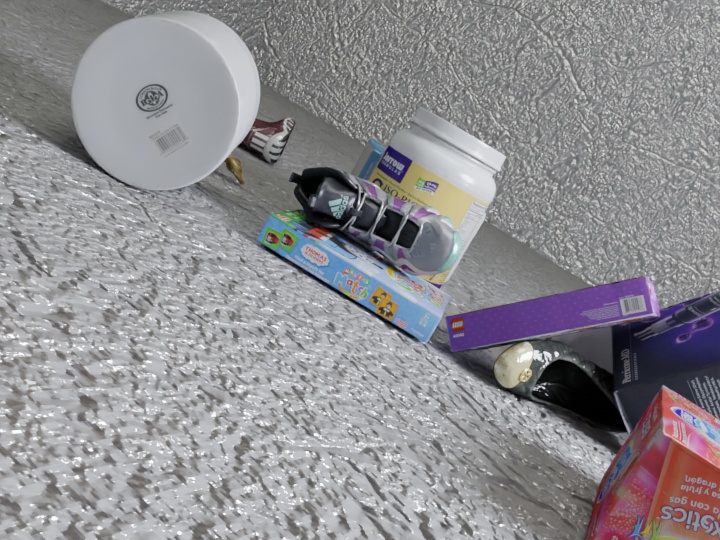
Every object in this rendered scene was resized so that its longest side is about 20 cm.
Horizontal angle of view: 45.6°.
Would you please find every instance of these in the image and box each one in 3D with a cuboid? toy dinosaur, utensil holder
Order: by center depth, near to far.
[{"bbox_3d":[-0.192,-0.178,0.872,0.169,0.171,0.200,28,12,-10],"label":"utensil holder"},{"bbox_3d":[-0.227,-0.182,1.092,0.199,0.058,0.101,26,12,-22],"label":"toy dinosaur"}]

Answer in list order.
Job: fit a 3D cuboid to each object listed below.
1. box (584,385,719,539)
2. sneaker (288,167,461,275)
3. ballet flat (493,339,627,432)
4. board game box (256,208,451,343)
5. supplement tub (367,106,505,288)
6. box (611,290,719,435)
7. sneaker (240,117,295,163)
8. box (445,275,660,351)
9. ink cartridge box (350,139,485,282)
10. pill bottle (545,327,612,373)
[{"bbox_3d":[0.230,0.162,0.612,0.094,0.103,0.200,32,12,16],"label":"box"},{"bbox_3d":[0.001,-0.057,0.903,0.199,0.078,0.139,26,6,38],"label":"sneaker"},{"bbox_3d":[0.213,0.117,0.873,0.199,0.067,0.057,21,23,-34],"label":"ballet flat"},{"bbox_3d":[0.000,0.000,0.917,0.199,0.037,0.151,32,10,5],"label":"board game box"},{"bbox_3d":[0.075,-0.081,1.046,0.145,0.201,0.145,28,10,-6],"label":"supplement tub"},{"bbox_3d":[0.364,0.100,0.862,0.105,0.199,0.148,63,23,-16],"label":"box"},{"bbox_3d":[-0.181,-0.250,1.500,0.115,0.076,0.200,26,12,-7],"label":"sneaker"},{"bbox_3d":[0.201,0.047,0.881,0.198,0.039,0.137,-13,-9,20],"label":"box"},{"bbox_3d":[0.071,-0.074,1.201,0.199,0.129,0.125,28,11,-8],"label":"ink cartridge box"},{"bbox_3d":[0.292,0.089,1.079,0.115,0.116,0.200,31,10,5],"label":"pill bottle"}]
